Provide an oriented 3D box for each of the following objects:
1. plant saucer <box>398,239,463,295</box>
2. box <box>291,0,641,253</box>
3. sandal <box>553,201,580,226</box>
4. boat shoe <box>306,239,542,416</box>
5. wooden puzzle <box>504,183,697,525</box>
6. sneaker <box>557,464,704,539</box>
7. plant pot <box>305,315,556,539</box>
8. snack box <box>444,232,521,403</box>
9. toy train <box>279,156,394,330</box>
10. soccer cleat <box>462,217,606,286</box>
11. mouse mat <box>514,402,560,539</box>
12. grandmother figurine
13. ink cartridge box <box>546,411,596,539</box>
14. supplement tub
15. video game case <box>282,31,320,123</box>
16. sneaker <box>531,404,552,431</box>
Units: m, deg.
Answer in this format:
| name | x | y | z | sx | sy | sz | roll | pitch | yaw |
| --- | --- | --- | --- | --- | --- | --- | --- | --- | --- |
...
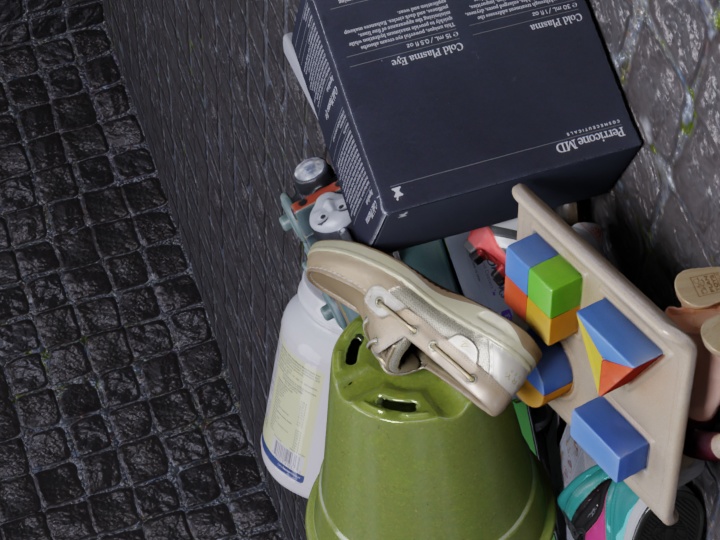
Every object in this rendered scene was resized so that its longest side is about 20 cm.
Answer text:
| name | x | y | z | sx | sy | sz | roll | pitch | yaw |
| --- | --- | --- | --- | --- | --- | --- | --- | --- | --- |
| plant saucer | 0.076 | 0.032 | 1.651 | 0.200 | 0.036 | 0.201 | -21 | -90 | -82 |
| box | 0.072 | -0.130 | 1.406 | 0.104 | 0.198 | 0.183 | 112 | 141 | -70 |
| sandal | 0.130 | -0.065 | 1.571 | 0.200 | 0.054 | 0.082 | -129 | 26 | -63 |
| boat shoe | 0.032 | 0.039 | 1.369 | 0.199 | 0.065 | 0.072 | 27 | 166 | 30 |
| wooden puzzle | 0.153 | 0.064 | 1.338 | 0.185 | 0.046 | 0.201 | 46 | 155 | 38 |
| sneaker | 0.190 | 0.226 | 1.505 | 0.121 | 0.083 | 0.201 | -121 | 47 | -60 |
| plant pot | 0.048 | 0.126 | 1.465 | 0.191 | 0.199 | 0.201 | 84 | 165 | -46 |
| snack box | 0.113 | 0.006 | 1.641 | 0.142 | 0.053 | 0.201 | 42 | -152 | -77 |
| toy train | 0.000 | 0.000 | 1.596 | 0.114 | 0.085 | 0.201 | 59 | 174 | 51 |
| soccer cleat | 0.165 | 0.012 | 1.451 | 0.200 | 0.085 | 0.069 | 44 | -179 | 13 |
| mouse mat | 0.117 | 0.190 | 1.754 | 0.161 | 0.007 | 0.202 | -20 | 80 | 55 |
| grandmother figurine | 0.223 | 0.081 | 1.329 | 0.201 | 0.060 | 0.122 | 94 | 166 | -51 |
| ink cartridge box | 0.200 | 0.204 | 1.652 | 0.163 | 0.057 | 0.201 | 97 | 174 | -62 |
| supplement tub | -0.009 | 0.099 | 1.792 | 0.145 | 0.144 | 0.201 | -122 | 37 | -53 |
| video game case | 0.054 | -0.138 | 1.520 | 0.024 | 0.181 | 0.201 | 90 | 161 | -46 |
| sneaker | 0.117 | 0.101 | 1.810 | 0.199 | 0.081 | 0.076 | 20 | 114 | 52 |
